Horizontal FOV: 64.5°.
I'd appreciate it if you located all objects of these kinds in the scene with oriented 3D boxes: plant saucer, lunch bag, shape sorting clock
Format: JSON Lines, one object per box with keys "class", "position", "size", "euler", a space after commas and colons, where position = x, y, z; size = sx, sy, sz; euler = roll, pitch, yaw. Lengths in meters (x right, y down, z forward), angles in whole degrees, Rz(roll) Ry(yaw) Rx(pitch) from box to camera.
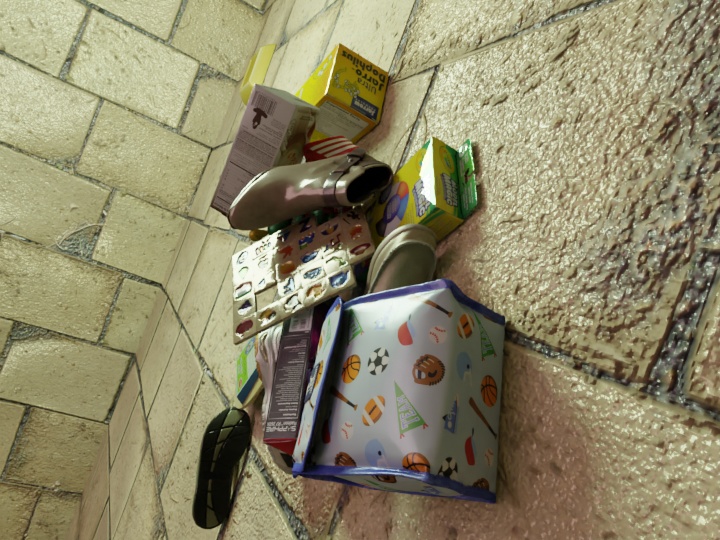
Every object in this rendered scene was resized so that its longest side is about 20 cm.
{"class": "plant saucer", "position": [-0.398, -0.746, 2.152], "size": [0.199, 0.048, 0.203], "euler": [3, 73, 63]}
{"class": "lunch bag", "position": [0.020, 0.114, 0.531], "size": [0.198, 0.123, 0.172], "euler": [-12, 56, 43]}
{"class": "shape sorting clock", "position": [-0.176, 0.153, 1.027], "size": [0.200, 0.039, 0.201], "euler": [-47, 23, 27]}

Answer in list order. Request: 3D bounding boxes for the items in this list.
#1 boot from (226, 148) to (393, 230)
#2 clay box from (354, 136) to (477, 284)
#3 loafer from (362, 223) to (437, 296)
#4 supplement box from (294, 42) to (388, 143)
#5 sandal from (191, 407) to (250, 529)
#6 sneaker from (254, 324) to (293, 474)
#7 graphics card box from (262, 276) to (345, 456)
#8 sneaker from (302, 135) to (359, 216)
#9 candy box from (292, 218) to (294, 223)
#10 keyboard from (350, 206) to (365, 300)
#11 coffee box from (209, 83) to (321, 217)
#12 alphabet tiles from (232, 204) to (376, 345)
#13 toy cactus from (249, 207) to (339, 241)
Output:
{"class": "boot", "position": [-0.059, -0.102, 0.740], "size": [0.199, 0.071, 0.145], "euler": [-38, 33, -29]}
{"class": "clay box", "position": [0.063, -0.075, 0.715], "size": [0.200, 0.047, 0.116], "euler": [-43, 35, 44]}
{"class": "loafer", "position": [0.037, 0.042, 0.657], "size": [0.069, 0.075, 0.202], "euler": [-111, 39, -54]}
{"class": "supplement box", "position": [-0.052, -0.294, 1.041], "size": [0.199, 0.108, 0.111], "euler": [-23, 51, 56]}
{"class": "sandal", "position": [-0.250, 0.340, 0.997], "size": [0.057, 0.079, 0.204], "euler": [150, 136, -72]}
{"class": "sneaker", "position": [-0.085, 0.171, 0.769], "size": [0.076, 0.086, 0.204], "euler": [1, -101, -79]}
{"class": "graphics card box", "position": [-0.053, 0.125, 0.702], "size": [0.050, 0.126, 0.203], "euler": [-10, 56, 24]}
{"class": "sneaker", "position": [-0.066, -0.129, 0.929], "size": [0.200, 0.078, 0.116], "euler": [-47, 67, 17]}
{"class": "candy box", "position": [-0.121, -0.095, 1.028], "size": [0.201, 0.026, 0.104], "euler": [-80, -1, -59]}
{"class": "keyboard", "position": [0.000, 0.000, 0.783], "size": [0.010, 0.057, 0.203], "euler": [-8, 54, 14]}
{"class": "coffee box", "position": [-0.148, -0.178, 0.901], "size": [0.202, 0.079, 0.114], "euler": [-64, -10, 18]}
{"class": "alphabet tiles", "position": [-0.077, -0.009, 0.721], "size": [0.198, 0.008, 0.168], "euler": [-26, 41, 9]}
{"class": "toy cactus", "position": [-0.099, -0.075, 0.859], "size": [0.199, 0.101, 0.168], "euler": [-21, 66, 44]}
